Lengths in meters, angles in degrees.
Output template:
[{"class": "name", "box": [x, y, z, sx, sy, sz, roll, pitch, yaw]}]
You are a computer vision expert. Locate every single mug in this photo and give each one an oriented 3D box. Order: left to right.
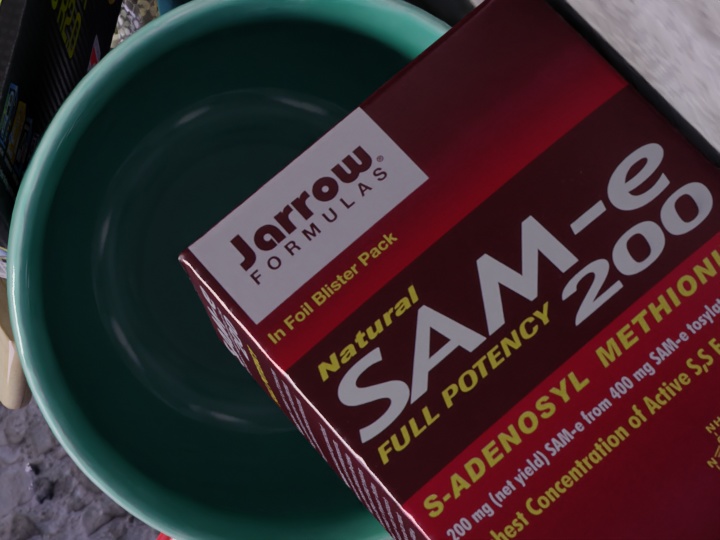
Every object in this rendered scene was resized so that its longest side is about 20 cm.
[{"class": "mug", "box": [-0.017, -0.015, 0.687, 0.152, 0.185, 0.114, 27, 178, -7]}]

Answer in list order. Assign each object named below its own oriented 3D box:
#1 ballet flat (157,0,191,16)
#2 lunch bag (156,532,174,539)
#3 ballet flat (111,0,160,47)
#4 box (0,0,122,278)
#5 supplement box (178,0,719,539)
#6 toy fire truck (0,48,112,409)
[{"class": "ballet flat", "box": [-0.024, -0.026, 0.871, 0.069, 0.069, 0.200, -145, 42, -64]}, {"class": "lunch bag", "box": [-0.033, 0.149, 1.004, 0.200, 0.082, 0.177, 121, 136, -61]}, {"class": "ballet flat", "box": [-0.127, -0.151, 0.899, 0.200, 0.072, 0.072, 50, 173, 4]}, {"class": "box", "box": [-0.103, -0.089, 0.733, 0.044, 0.161, 0.200, 14, 170, 0]}, {"class": "supplement box", "box": [0.063, 0.041, 0.551, 0.200, 0.109, 0.061, 47, 171, 21]}, {"class": "toy fire truck", "box": [-0.136, -0.009, 0.944, 0.128, 0.200, 0.176, 5, 131, 19]}]
